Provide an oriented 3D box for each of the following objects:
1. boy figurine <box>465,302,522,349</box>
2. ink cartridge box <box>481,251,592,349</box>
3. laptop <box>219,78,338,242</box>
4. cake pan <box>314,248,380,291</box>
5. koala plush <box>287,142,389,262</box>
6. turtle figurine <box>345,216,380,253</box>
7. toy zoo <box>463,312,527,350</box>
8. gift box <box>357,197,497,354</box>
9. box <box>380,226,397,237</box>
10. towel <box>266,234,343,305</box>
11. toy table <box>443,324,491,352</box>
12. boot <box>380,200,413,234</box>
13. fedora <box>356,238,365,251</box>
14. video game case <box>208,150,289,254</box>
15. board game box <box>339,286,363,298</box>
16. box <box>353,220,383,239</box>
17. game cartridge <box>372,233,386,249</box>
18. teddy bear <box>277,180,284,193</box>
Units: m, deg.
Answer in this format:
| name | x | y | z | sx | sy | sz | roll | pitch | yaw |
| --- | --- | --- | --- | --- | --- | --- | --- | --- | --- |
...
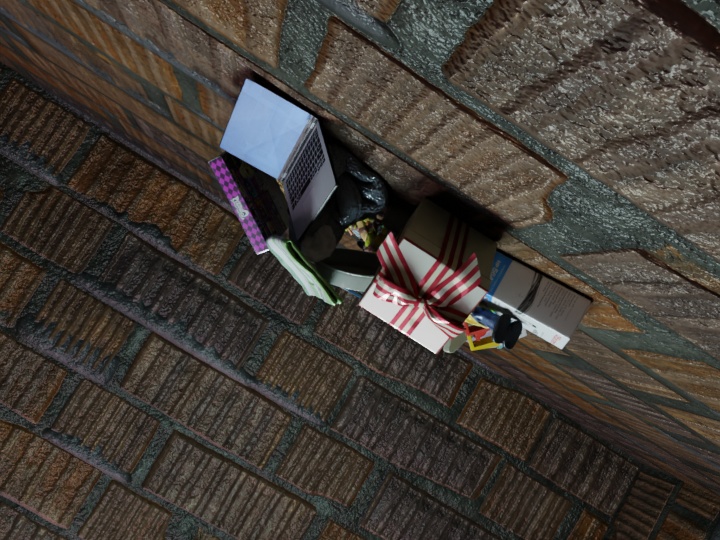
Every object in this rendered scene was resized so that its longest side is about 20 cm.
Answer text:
| name | x | y | z | sx | sy | sz | roll | pitch | yaw |
| --- | --- | --- | --- | --- | --- | --- | --- | --- | --- |
| boy figurine | 0.209 | 0.083 | 1.329 | 0.124 | 0.065 | 0.200 | 27 | 177 | -41 |
| ink cartridge box | 0.312 | 0.056 | 1.291 | 0.199 | 0.085 | 0.146 | 30 | 174 | 16 |
| laptop | -0.142 | -0.177 | 1.155 | 0.115 | 0.201 | 0.187 | -4 | 155 | -27 |
| cake pan | 0.000 | 0.000 | 1.349 | 0.199 | 0.037 | 0.200 | 9 | -166 | -2 |
| koala plush | -0.061 | -0.105 | 1.282 | 0.183 | 0.201 | 0.177 | 33 | 173 | -22 |
| turtle figurine | 0.012 | -0.083 | 1.545 | 0.200 | 0.064 | 0.162 | -21 | 84 | 67 |
| toy zoo | 0.289 | 0.114 | 1.504 | 0.200 | 0.130 | 0.021 | 66 | -170 | -48 |
| gift box | 0.115 | -0.002 | 1.166 | 0.184 | 0.201 | 0.187 | 28 | -144 | 0 |
| box | 0.114 | -0.059 | 1.522 | 0.117 | 0.049 | 0.200 | 33 | 175 | -15 |
| towel | -0.108 | -0.001 | 1.248 | 0.149 | 0.031 | 0.200 | 48 | 172 | -13 |
| toy table | 0.259 | 0.109 | 1.628 | 0.117 | 0.185 | 0.200 | 16 | 165 | -34 |
| boot | 0.136 | -0.066 | 1.323 | 0.200 | 0.073 | 0.182 | 39 | 171 | -5 |
| fedora | 0.063 | 0.005 | 1.681 | 0.200 | 0.092 | 0.201 | 30 | 174 | 4 |
| video game case | -0.210 | -0.155 | 1.386 | 0.201 | 0.036 | 0.181 | 64 | -160 | -17 |
| board game box | 0.077 | 0.041 | 1.467 | 0.199 | 0.047 | 0.151 | 7 | -169 | -33 |
| box | 0.042 | -0.081 | 1.721 | 0.137 | 0.040 | 0.200 | 26 | 172 | 36 |
| game cartridge | 0.135 | -0.006 | 1.434 | 0.199 | 0.033 | 0.176 | 27 | 179 | 18 |
| teddy bear | -0.135 | -0.182 | 1.735 | 0.200 | 0.067 | 0.145 | 35 | 167 | 29 |
